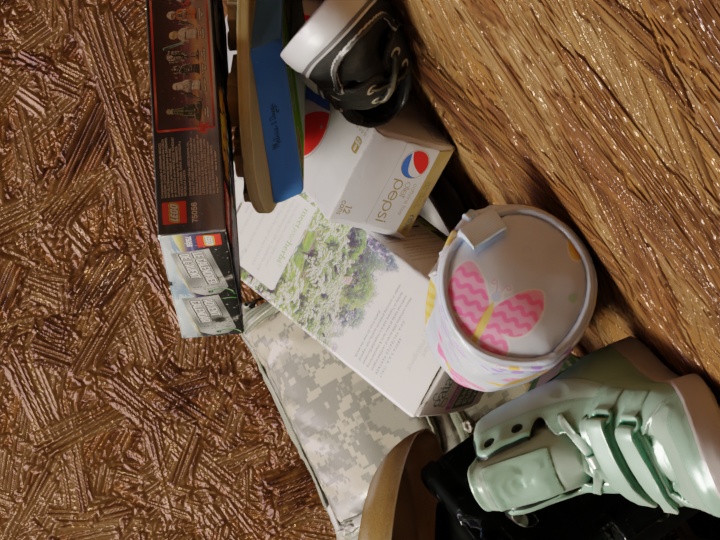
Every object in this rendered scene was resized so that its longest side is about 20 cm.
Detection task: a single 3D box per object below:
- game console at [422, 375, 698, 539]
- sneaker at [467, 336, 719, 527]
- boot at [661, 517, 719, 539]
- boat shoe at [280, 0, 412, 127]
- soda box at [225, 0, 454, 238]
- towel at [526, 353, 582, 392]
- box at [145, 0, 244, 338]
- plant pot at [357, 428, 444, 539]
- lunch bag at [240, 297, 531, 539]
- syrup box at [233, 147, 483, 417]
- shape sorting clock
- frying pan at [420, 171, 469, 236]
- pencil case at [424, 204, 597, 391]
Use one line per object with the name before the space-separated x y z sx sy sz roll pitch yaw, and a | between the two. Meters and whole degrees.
game console | 0.111 0.166 1.435 0.117 0.176 0.200 57 176 -22
sneaker | 0.119 0.099 1.285 0.074 0.118 0.200 63 174 -14
boot | 0.158 0.216 1.525 0.073 0.150 0.200 48 178 -9
boat shoe | 0.002 -0.118 1.440 0.057 0.069 0.200 42 179 3
soda box | -0.022 -0.103 1.627 0.063 0.068 0.200 13 -155 -35
towel | 0.116 0.135 1.533 0.023 0.153 0.200 24 -171 -18
box | -0.092 -0.081 1.460 0.137 0.040 0.201 84 -179 -66
plant pot | 0.025 0.194 1.556 0.200 0.027 0.201 0 -90 -76
lunch bag | 0.023 0.082 1.857 0.201 0.167 0.139 63 174 13
syrup box | 0.000 0.000 1.624 0.200 0.079 0.081 37 -158 23
shape sorting clock | -0.056 -0.133 1.504 0.200 0.039 0.201 -2 -90 -87
frying pan | 0.036 -0.056 1.708 0.190 0.031 0.115 59 173 28
pencil case | 0.078 0.015 1.412 0.200 0.083 0.091 104 150 -86
